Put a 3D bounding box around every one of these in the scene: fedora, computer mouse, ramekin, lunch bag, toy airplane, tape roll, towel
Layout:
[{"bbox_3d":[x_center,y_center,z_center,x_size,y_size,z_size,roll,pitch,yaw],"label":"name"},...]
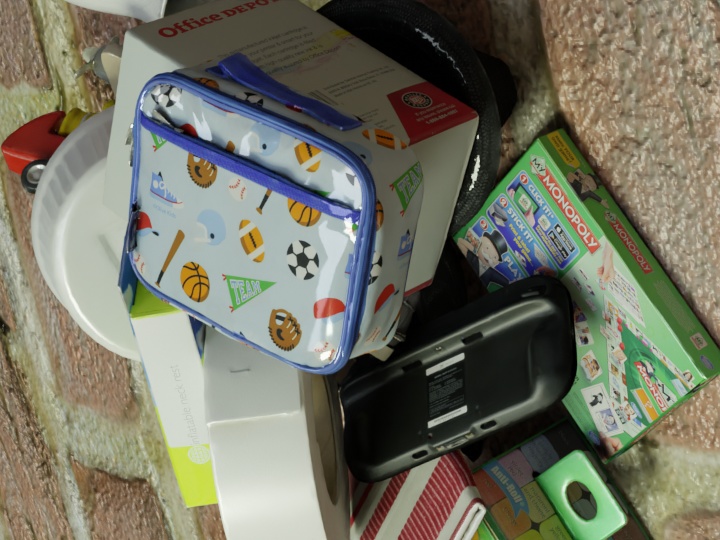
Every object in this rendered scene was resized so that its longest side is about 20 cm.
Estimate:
[{"bbox_3d":[0.040,-0.116,1.379,0.200,0.091,0.202,20,121,36],"label":"fedora"},{"bbox_3d":[0.055,0.036,1.471,0.138,0.052,0.201,-161,53,-70],"label":"computer mouse"},{"bbox_3d":[-0.150,-0.025,1.498,0.098,0.199,0.202,-125,25,-70],"label":"ramekin"},{"bbox_3d":[-0.060,-0.040,1.178,0.199,0.075,0.161,25,121,30],"label":"lunch bag"},{"bbox_3d":[-0.174,-0.107,1.619,0.200,0.198,0.142,-34,41,45],"label":"toy airplane"},{"bbox_3d":[-0.057,0.118,1.388,0.070,0.203,0.204,-7,108,6],"label":"tape roll"},{"bbox_3d":[0.031,0.174,1.404,0.145,0.023,0.200,-64,24,17],"label":"towel"}]

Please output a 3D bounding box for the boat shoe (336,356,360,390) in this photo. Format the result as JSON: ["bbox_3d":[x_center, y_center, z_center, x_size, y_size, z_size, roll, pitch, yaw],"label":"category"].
[{"bbox_3d":[-0.029,0.058,1.551,0.200,0.059,0.072,48,144,43],"label":"boat shoe"}]

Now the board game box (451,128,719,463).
[{"bbox_3d":[0.156,0.020,1.361,0.201,0.029,0.135,57,141,13],"label":"board game box"}]

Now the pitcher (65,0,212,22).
[{"bbox_3d":[-0.188,-0.281,1.566,0.200,0.121,0.172,35,120,20],"label":"pitcher"}]

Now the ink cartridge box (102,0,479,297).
[{"bbox_3d":[-0.052,-0.076,1.310,0.200,0.145,0.145,35,129,28],"label":"ink cartridge box"}]

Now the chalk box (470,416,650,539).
[{"bbox_3d":[0.118,0.200,1.423,0.125,0.123,0.200,57,143,12],"label":"chalk box"}]

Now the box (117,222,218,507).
[{"bbox_3d":[-0.124,0.054,1.395,0.122,0.047,0.201,-90,-9,-54],"label":"box"}]

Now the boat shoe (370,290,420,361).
[{"bbox_3d":[0.000,0.000,1.444,0.063,0.072,0.200,-52,24,9],"label":"boat shoe"}]

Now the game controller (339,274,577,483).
[{"bbox_3d":[0.066,0.077,1.368,0.199,0.042,0.105,-27,55,31],"label":"game controller"}]
